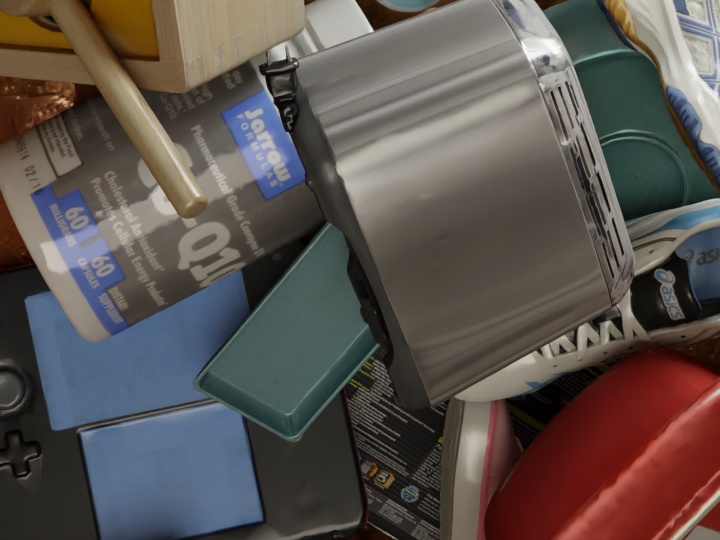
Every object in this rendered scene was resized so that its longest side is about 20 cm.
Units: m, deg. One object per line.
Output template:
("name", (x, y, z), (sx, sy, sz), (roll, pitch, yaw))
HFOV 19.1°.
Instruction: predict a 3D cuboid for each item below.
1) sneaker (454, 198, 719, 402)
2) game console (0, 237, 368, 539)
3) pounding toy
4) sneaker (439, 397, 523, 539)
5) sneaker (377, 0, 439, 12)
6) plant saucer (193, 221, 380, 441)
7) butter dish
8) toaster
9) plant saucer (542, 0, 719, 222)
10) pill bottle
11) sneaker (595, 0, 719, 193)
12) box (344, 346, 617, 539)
("sneaker", (0.127, 0.014, 1.065), (0.199, 0.072, 0.072), (-20, 93, 3))
("game console", (-0.108, 0.072, 1.142), (0.199, 0.031, 0.178), (-12, 81, 2))
("pounding toy", (-0.121, -0.149, 0.997), (0.183, 0.142, 0.201), (8, 116, 32))
("sneaker", (0.095, 0.143, 1.153), (0.104, 0.075, 0.201), (-1, 119, 0))
("sneaker", (0.017, -0.218, 1.050), (0.074, 0.082, 0.201), (-6, 112, 1))
("plant saucer", (0.000, 0.000, 1.080), (0.070, 0.019, 0.200), (31, 110, -27))
("butter dish", (0.146, 0.115, 1.065), (0.200, 0.148, 0.199), (-47, 133, 14))
("toaster", (0.043, -0.043, 0.988), (0.129, 0.114, 0.201), (-23, 120, -1))
("plant saucer", (0.135, -0.045, 1.096), (0.199, 0.027, 0.201), (-1, 119, -2))
("pill bottle", (-0.075, -0.056, 1.088), (0.199, 0.114, 0.114), (-28, 111, -2))
("sneaker", (0.179, -0.102, 1.005), (0.088, 0.075, 0.201), (-30, 88, 4))
("box", (0.074, 0.089, 1.194), (0.200, 0.044, 0.160), (32, 105, -16))
